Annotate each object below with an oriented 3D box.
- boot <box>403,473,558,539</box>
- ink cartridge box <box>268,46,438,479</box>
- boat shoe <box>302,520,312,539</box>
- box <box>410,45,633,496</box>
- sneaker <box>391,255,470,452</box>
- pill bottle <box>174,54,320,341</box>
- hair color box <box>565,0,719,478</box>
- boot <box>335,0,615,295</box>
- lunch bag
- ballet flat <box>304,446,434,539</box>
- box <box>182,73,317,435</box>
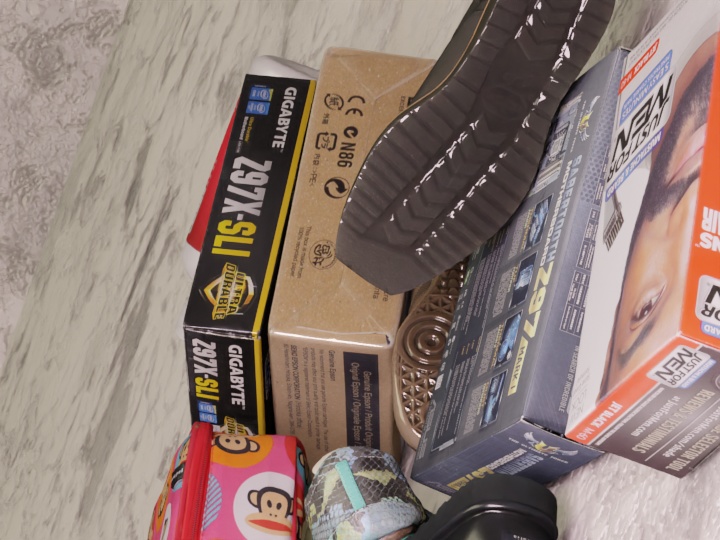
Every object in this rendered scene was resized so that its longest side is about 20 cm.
[{"bbox_3d":[0.036,0.205,1.361,0.198,0.073,0.163,127,157,-46],"label":"boot"},{"bbox_3d":[0.000,0.000,1.672,0.165,0.075,0.201,86,-168,-57],"label":"ink cartridge box"},{"bbox_3d":[-0.025,0.123,1.736,0.200,0.062,0.072,-92,25,-60],"label":"boat shoe"},{"bbox_3d":[0.095,0.007,1.438,0.158,0.051,0.201,141,147,-66],"label":"box"},{"bbox_3d":[0.057,0.030,1.571,0.076,0.070,0.201,95,-174,-53],"label":"sneaker"},{"bbox_3d":[-0.054,-0.036,1.974,0.112,0.112,0.201,-131,60,-75],"label":"pill bottle"},{"bbox_3d":[0.149,-0.027,1.243,0.111,0.064,0.201,131,154,-56],"label":"hair color box"},{"bbox_3d":[0.059,-0.086,1.490,0.200,0.077,0.138,-51,10,8],"label":"boot"},{"bbox_3d":[-0.078,0.195,1.532,0.200,0.081,0.177,107,170,-57],"label":"lunch bag"},{"bbox_3d":[0.002,0.126,1.517,0.200,0.074,0.075,99,-172,-78],"label":"ballet flat"},{"bbox_3d":[-0.060,0.010,1.693,0.160,0.049,0.201,87,-169,-48],"label":"box"}]
